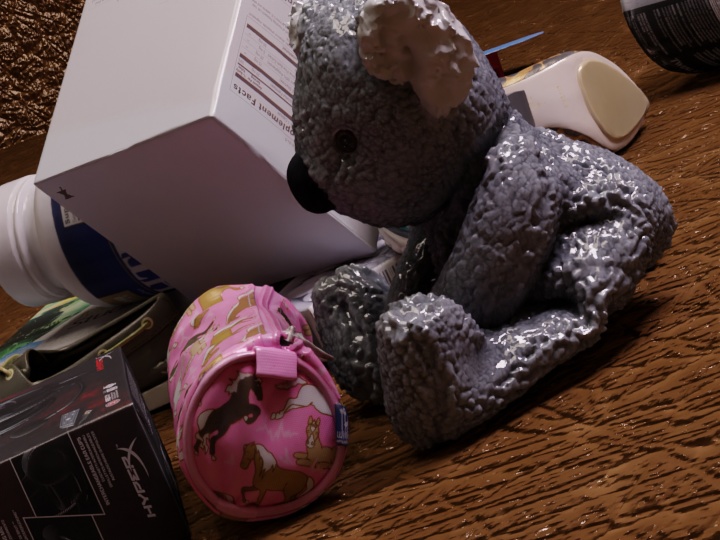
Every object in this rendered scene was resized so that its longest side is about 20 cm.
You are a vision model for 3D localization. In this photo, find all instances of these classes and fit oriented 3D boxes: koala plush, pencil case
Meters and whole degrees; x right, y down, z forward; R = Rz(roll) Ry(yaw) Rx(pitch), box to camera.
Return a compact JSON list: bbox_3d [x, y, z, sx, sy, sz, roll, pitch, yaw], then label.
[{"bbox_3d":[0.036,-0.052,1.048,0.183,0.201,0.177,-33,12,-8],"label":"koala plush"},{"bbox_3d":[-0.055,0.060,1.068,0.086,0.083,0.200,-29,10,-3],"label":"pencil case"}]

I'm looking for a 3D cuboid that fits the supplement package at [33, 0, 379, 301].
[{"bbox_3d":[-0.075,-0.114,1.311,0.151,0.150,0.201,-17,49,37],"label":"supplement package"}]

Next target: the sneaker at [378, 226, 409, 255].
[{"bbox_3d":[0.075,-0.035,1.189,0.199,0.080,0.077,18,40,42],"label":"sneaker"}]

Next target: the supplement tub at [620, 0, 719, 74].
[{"bbox_3d":[0.293,-0.217,1.545,0.199,0.123,0.122,-11,16,47],"label":"supplement tub"}]

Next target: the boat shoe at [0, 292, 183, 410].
[{"bbox_3d":[-0.192,0.074,1.348,0.200,0.061,0.072,-22,13,13],"label":"boat shoe"}]

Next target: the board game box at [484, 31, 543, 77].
[{"bbox_3d":[0.080,-0.168,1.996,0.199,0.039,0.158,-20,5,-9],"label":"board game box"}]

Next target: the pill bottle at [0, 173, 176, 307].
[{"bbox_3d":[-0.154,-0.041,1.483,0.199,0.121,0.120,-15,13,27],"label":"pill bottle"}]

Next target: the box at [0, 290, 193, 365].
[{"bbox_3d":[-0.193,0.043,1.564,0.143,0.037,0.200,-20,11,18],"label":"box"}]

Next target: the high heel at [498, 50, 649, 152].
[{"bbox_3d":[0.099,-0.099,1.474,0.142,0.072,0.199,-14,-3,40],"label":"high heel"}]

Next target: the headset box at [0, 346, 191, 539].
[{"bbox_3d":[-0.192,0.123,1.078,0.199,0.078,0.149,-23,11,-4],"label":"headset box"}]

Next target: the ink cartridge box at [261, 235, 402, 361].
[{"bbox_3d":[0.000,0.000,1.348,0.197,0.044,0.199,-31,12,-30],"label":"ink cartridge box"}]
